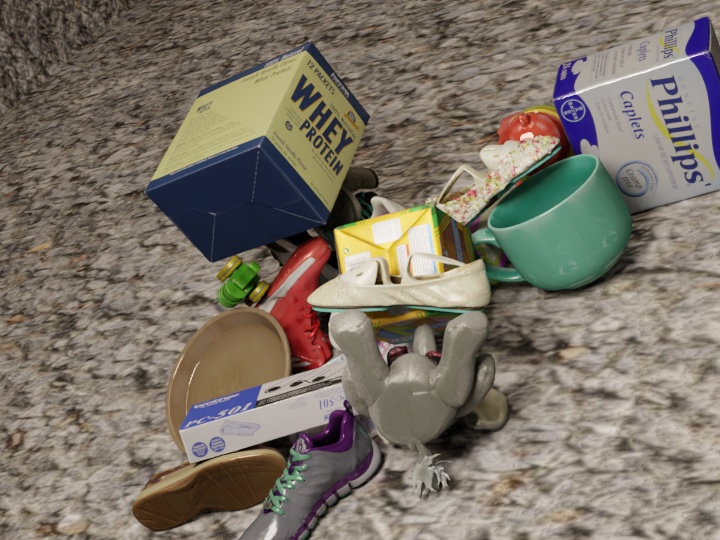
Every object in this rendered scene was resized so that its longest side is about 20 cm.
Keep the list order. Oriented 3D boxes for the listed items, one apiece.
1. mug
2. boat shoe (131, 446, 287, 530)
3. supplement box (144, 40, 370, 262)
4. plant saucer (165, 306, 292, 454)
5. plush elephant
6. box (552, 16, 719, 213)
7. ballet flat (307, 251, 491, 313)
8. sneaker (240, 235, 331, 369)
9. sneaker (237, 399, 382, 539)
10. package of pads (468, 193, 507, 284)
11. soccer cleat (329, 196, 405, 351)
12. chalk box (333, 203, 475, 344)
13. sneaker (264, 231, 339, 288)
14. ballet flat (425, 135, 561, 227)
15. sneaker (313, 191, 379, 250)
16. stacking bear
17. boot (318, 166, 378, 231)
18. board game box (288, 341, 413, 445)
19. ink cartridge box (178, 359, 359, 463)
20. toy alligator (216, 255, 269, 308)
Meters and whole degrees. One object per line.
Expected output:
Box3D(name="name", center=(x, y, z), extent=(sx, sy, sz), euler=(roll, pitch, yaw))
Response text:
Box3D(name="mug", center=(0.235, -0.046, 1.554), extent=(0.152, 0.115, 0.185), euler=(-46, 19, -32))
Box3D(name="boat shoe", center=(-0.169, 0.235, 1.491), extent=(0.200, 0.072, 0.072), euler=(-24, 26, 21))
Box3D(name="supplement box", center=(-0.125, -0.145, 1.615), extent=(0.200, 0.134, 0.200), euler=(-17, 37, 36))
Box3D(name="plant saucer", center=(-0.159, 0.142, 1.606), extent=(0.200, 0.029, 0.201), euler=(-18, 57, 30))
Box3D(name="plush elephant", center=(0.070, 0.123, 1.381), extent=(0.164, 0.201, 0.155), euler=(-7, 7, 11))
Box3D(name="box", center=(0.365, -0.185, 1.613), extent=(0.199, 0.184, 0.105), euler=(-16, 26, 23))
Box3D(name="ballet flat", center=(0.040, 0.011, 1.375), extent=(0.199, 0.063, 0.067), euler=(0, 12, 14))
Box3D(name="sneaker", center=(-0.064, 0.049, 1.651), extent=(0.200, 0.115, 0.078), euler=(-49, 9, 41))
Box3D(name="sneaker", center=(-0.071, 0.225, 1.387), extent=(0.200, 0.088, 0.074), euler=(-40, 28, -25))
Box3D(name="package of pads", center=(0.099, -0.020, 1.701), extent=(0.199, 0.068, 0.155), euler=(-18, 27, 27))
Box3D(name="soccer cleat", center=(0.000, 0.000, 1.618), extent=(0.070, 0.086, 0.200), euler=(10, 68, 42))
Box3D(name="chalk box", center=(0.067, 0.012, 1.510), extent=(0.123, 0.125, 0.200), euler=(-13, -12, 19))
Box3D(name="sneaker", center=(-0.079, -0.006, 1.714), extent=(0.079, 0.200, 0.074), euler=(-44, 33, 14))
Box3D(name="ballet flat", center=(0.153, -0.111, 1.579), extent=(0.200, 0.064, 0.076), euler=(-41, 2, 28))
Box3D(name="sneaker", center=(-0.009, -0.069, 1.758), extent=(0.091, 0.078, 0.200), euler=(-50, 7, 6))
Box3D(name="stacking bear", center=(0.229, -0.161, 1.682), extent=(0.113, 0.122, 0.200), euler=(-21, -2, 15))
Box3D(name="boot", center=(-0.027, -0.110, 1.714), extent=(0.130, 0.068, 0.200), euler=(-19, 22, -31))
Box3D(name="board game box", center=(-0.005, 0.138, 1.558), extent=(0.200, 0.026, 0.200), euler=(-30, 25, -4))
Box3D(name="ink cartridge box", center=(-0.099, 0.159, 1.477), extent=(0.199, 0.044, 0.094), euler=(-17, 11, 5))
Box3D(name="toy alligator", center=(-0.163, 0.026, 1.667), extent=(0.054, 0.059, 0.200), euler=(-49, 4, -16))
